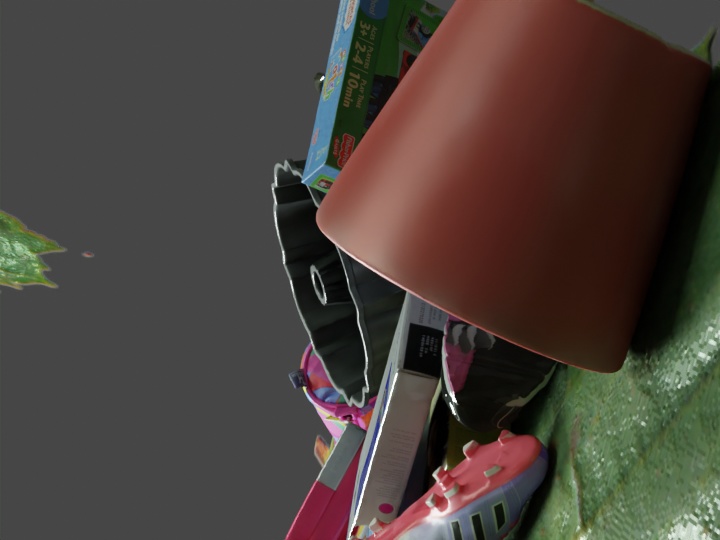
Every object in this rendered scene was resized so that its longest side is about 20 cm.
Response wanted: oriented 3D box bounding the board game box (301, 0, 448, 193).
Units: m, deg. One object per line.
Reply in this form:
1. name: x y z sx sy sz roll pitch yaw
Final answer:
1. board game box: 0.067 -0.087 1.299 0.037 0.199 0.153 -34 39 52

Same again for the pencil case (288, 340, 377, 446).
1. pencil case: 0.000 0.117 1.722 0.200 0.087 0.089 64 -144 -66

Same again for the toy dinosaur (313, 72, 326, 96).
1. toy dinosaur: 0.020 -0.099 1.371 0.200 0.076 0.103 43 -141 -78

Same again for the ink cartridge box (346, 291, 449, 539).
1. ink cartridge box: 0.025 0.105 1.402 0.095 0.037 0.201 -80 5 -46

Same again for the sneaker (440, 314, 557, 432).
1. sneaker: 0.096 0.056 1.353 0.200 0.079 0.087 -65 -12 -57

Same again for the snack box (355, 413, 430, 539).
1. snack box: 0.031 0.231 1.505 0.170 0.067 0.201 -81 7 -47

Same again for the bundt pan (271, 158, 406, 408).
1. bundt pan: 0.000 0.000 1.547 0.202 0.075 0.204 161 90 -75

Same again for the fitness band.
1. fitness band: -0.006 0.177 1.588 0.201 0.037 0.144 -60 -13 1

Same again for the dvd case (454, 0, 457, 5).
1. dvd case: 0.066 -0.080 1.422 0.149 0.016 0.202 101 172 -63

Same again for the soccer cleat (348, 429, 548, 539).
1. soccer cleat: 0.063 0.175 1.313 0.200 0.076 0.067 -39 11 33

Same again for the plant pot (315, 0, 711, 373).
1. plant pot: 0.096 -0.066 1.115 0.201 0.199 0.179 -105 40 -78

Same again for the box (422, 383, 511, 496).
1. box: 0.081 0.094 1.450 0.201 0.050 0.076 -82 8 -48

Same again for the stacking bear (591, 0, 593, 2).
1. stacking bear: 0.127 -0.205 1.479 0.114 0.120 0.202 108 166 -51
